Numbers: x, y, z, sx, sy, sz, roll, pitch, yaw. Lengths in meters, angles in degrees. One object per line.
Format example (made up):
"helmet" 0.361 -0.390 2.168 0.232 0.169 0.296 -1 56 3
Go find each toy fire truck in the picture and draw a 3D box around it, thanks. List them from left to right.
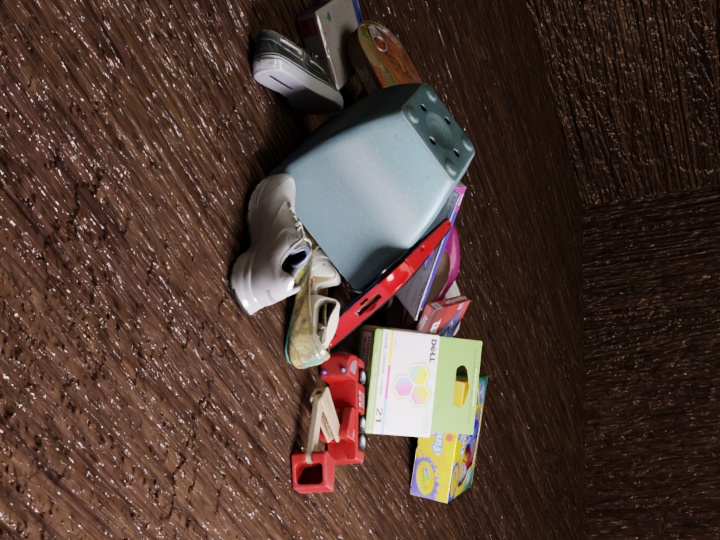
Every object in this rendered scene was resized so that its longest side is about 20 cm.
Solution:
"toy fire truck" -0.039 0.198 1.320 0.141 0.048 0.204 43 43 -59

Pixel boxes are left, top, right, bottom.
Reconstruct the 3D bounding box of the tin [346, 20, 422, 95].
"tin" 0.046 -0.291 1.527 0.111 0.042 0.203 -6 66 -53

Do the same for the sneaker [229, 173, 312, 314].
"sneaker" -0.095 -0.036 1.204 0.075 0.085 0.203 55 32 -47

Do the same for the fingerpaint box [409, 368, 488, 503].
"fingerpaint box" 0.156 0.279 1.709 0.166 0.072 0.205 5 93 -69

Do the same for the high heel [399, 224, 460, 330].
"high heel" 0.110 0.011 1.563 0.096 0.066 0.204 38 62 -68

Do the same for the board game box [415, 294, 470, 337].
"board game box" 0.099 0.132 1.555 0.102 0.019 0.203 -11 131 -50

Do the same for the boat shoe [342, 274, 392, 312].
"boat shoe" 0.000 0.000 1.500 0.072 0.067 0.201 42 -18 35

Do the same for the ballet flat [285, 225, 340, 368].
"ballet flat" -0.057 0.032 1.310 0.071 0.069 0.204 50 37 -54

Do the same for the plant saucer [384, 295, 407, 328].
"plant saucer" 0.093 0.102 1.645 0.199 0.029 0.205 -13 105 -61

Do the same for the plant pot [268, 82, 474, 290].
"plant pot" 0.036 -0.137 1.326 0.197 0.199 0.197 50 34 -9

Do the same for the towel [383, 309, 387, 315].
"towel" 0.070 0.018 1.695 0.202 0.036 0.150 -76 151 -43

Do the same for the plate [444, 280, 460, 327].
"plate" 0.134 -0.001 1.733 0.200 0.032 0.203 65 3 -73

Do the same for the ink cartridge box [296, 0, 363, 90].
"ink cartridge box" -0.037 -0.361 1.545 0.200 0.041 0.121 -55 134 -58

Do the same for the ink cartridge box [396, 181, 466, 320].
"ink cartridge box" 0.096 -0.052 1.493 0.200 0.043 0.200 -125 -130 -60

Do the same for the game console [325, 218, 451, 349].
"game console" 0.029 0.018 1.357 0.031 0.200 0.177 45 40 -4

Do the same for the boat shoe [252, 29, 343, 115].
"boat shoe" -0.078 -0.268 1.352 0.199 0.071 0.073 26 63 -64

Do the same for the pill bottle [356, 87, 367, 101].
"pill bottle" 0.033 -0.212 1.573 0.202 0.110 0.114 -75 149 -46

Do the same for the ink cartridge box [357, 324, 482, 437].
"ink cartridge box" 0.095 0.164 1.448 0.076 0.196 0.151 177 -81 -72
